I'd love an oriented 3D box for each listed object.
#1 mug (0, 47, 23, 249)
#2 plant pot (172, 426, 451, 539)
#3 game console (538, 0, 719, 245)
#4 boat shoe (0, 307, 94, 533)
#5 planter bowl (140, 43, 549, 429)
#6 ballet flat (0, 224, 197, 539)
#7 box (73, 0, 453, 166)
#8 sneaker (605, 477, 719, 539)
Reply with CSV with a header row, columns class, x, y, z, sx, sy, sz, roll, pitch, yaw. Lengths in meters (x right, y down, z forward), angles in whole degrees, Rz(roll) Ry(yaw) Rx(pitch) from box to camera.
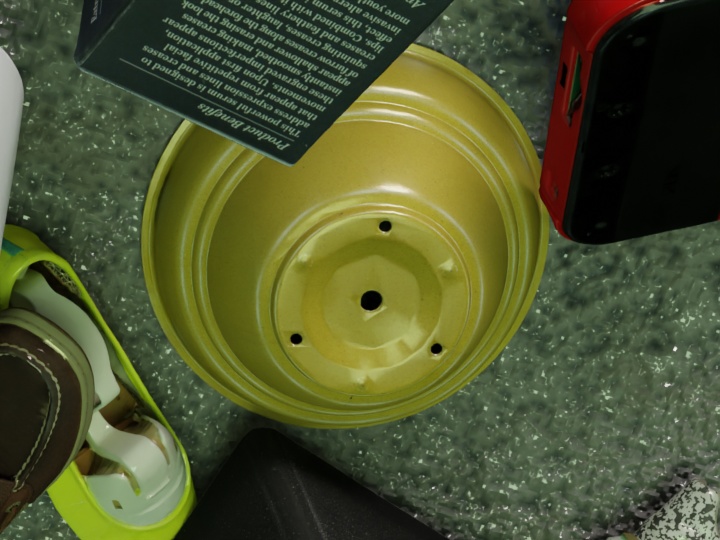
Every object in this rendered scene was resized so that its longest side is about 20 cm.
class,x,y,z,sx,sy,sz,roll,pitch,yaw
mug,-0.225,-0.006,0.850,0.185,0.155,0.150,2,155,-14
plant pot,-0.009,0.228,0.995,0.199,0.177,0.201,33,96,-21
game console,0.172,-0.083,0.963,0.175,0.031,0.201,-13,151,-8
boat shoe,-0.184,0.098,0.973,0.072,0.072,0.200,38,129,-5
planter bowl,0.000,0.000,0.995,0.198,0.084,0.202,-3,112,-8
ballet flat,-0.124,0.067,1.005,0.067,0.067,0.201,-40,115,-28
box,-0.015,-0.167,0.844,0.106,0.149,0.200,24,134,-27
sneaker,0.212,0.181,1.114,0.200,0.077,0.089,40,93,-24
